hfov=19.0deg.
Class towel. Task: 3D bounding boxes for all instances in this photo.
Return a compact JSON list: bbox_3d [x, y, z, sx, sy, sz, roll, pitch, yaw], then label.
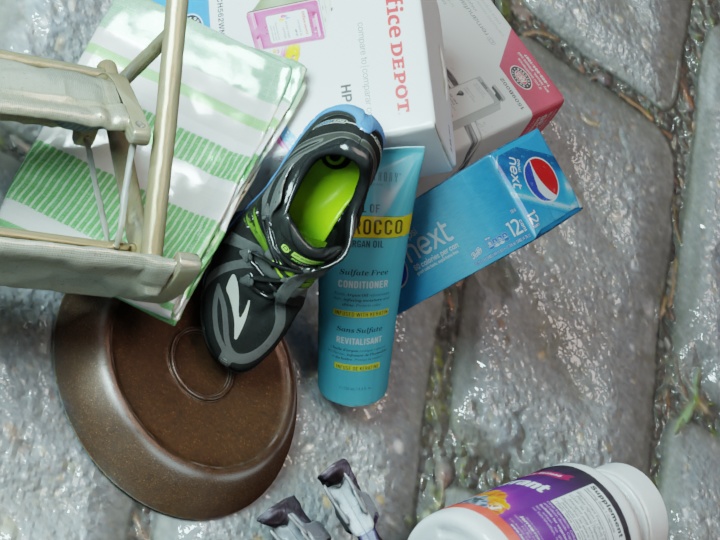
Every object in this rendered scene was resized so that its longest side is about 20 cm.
[{"bbox_3d":[-0.142,-0.079,1.436,0.152,0.023,0.201,23,72,11],"label":"towel"}]

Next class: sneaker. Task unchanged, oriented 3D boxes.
[{"bbox_3d":[-0.050,-0.018,1.420,0.070,0.200,0.083,29,20,-9],"label":"sneaker"}]

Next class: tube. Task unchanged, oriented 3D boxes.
[{"bbox_3d":[0.000,0.000,1.499,0.077,0.201,0.051,-3,33,-10],"label":"tube"}]

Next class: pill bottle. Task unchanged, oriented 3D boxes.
[{"bbox_3d":[0.133,0.204,1.560,0.199,0.111,0.112,-15,79,-45],"label":"pill bottle"}]

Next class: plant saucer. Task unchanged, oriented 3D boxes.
[{"bbox_3d":[-0.116,0.068,1.464,0.199,0.034,0.202,19,58,-33],"label":"plant saucer"}]

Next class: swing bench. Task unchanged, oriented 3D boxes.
[{"bbox_3d":[-0.215,-0.076,1.320,0.198,0.130,0.202,8,67,-28],"label":"swing bench"}]

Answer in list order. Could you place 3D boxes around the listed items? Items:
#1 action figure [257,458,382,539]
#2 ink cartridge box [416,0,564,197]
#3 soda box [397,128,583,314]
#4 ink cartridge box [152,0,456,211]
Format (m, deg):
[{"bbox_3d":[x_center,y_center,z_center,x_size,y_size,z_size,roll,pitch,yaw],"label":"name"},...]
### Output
[{"bbox_3d":[0.016,0.230,1.455,0.130,0.069,0.201,-36,81,-4],"label":"action figure"},{"bbox_3d":[0.040,-0.138,1.656,0.199,0.083,0.147,-26,77,-45],"label":"ink cartridge box"},{"bbox_3d":[0.062,-0.026,1.549,0.064,0.200,0.068,-30,90,-45],"label":"soda box"},{"bbox_3d":[-0.041,-0.131,1.510,0.085,0.198,0.146,63,19,-66],"label":"ink cartridge box"}]
